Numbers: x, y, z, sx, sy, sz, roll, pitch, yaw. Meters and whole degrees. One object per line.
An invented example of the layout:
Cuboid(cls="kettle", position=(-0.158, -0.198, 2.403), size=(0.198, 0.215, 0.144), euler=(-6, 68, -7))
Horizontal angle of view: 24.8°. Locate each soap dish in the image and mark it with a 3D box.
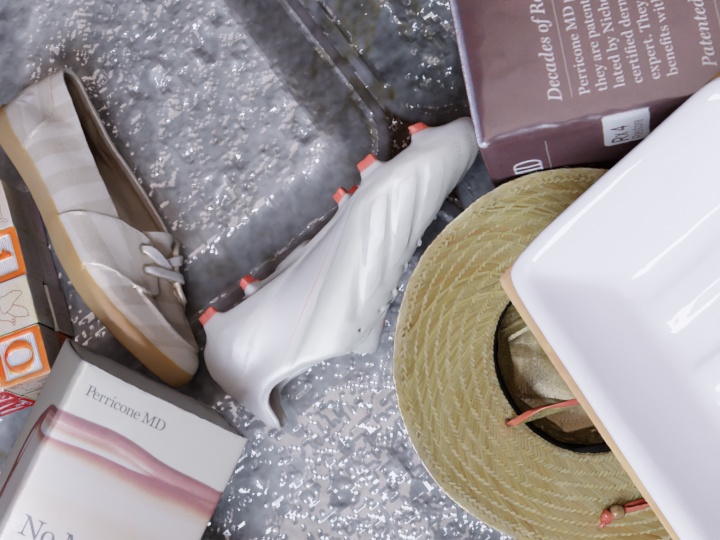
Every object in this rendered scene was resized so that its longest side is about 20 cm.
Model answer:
Cuboid(cls="soap dish", position=(0.174, 0.031, 0.715), size=(0.157, 0.081, 0.201), euler=(-43, 62, 20))

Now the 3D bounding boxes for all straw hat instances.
Cuboid(cls="straw hat", position=(0.111, 0.047, 0.848), size=(0.199, 0.085, 0.204), euler=(0, 93, -1))

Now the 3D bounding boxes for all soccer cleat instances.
Cuboid(cls="soccer cleat", position=(0.000, 0.000, 0.890), size=(0.200, 0.069, 0.078), euler=(-43, 80, 7))

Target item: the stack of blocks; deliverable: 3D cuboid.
Cuboid(cls="stack of blocks", position=(-0.243, -0.013, 0.935), size=(0.114, 0.059, 0.202), euler=(-20, 76, 6))

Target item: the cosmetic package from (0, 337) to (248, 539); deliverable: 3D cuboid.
Cuboid(cls="cosmetic package", position=(-0.150, 0.150, 0.850), size=(0.103, 0.087, 0.202), euler=(25, 88, -16))

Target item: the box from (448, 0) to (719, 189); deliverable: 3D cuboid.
Cuboid(cls="box", position=(0.148, -0.139, 0.836), size=(0.198, 0.166, 0.166), euler=(-12, 78, 8))

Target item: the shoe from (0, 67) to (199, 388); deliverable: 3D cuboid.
Cuboid(cls="shoe", position=(-0.140, -0.027, 0.913), size=(0.053, 0.070, 0.201), euler=(-36, 73, 10))
